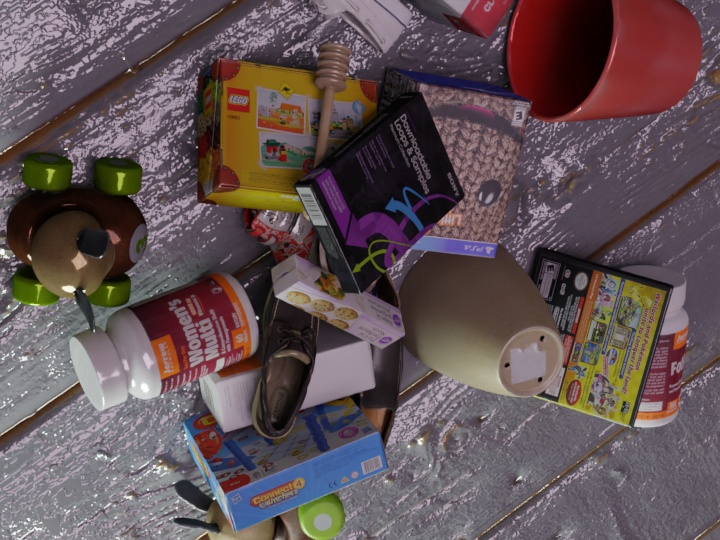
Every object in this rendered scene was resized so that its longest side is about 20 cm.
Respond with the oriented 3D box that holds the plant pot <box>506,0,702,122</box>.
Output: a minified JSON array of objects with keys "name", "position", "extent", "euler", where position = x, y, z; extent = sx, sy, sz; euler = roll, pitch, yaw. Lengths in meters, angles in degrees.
[{"name":"plant pot","position":[0.305,-0.272,1.600],"extent":[0.176,0.200,0.202],"euler":[3,109,-34]}]

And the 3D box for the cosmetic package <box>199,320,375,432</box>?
[{"name":"cosmetic package","position":[-0.093,0.122,1.616],"extent":[0.198,0.101,0.072],"euler":[-15,114,-18]}]

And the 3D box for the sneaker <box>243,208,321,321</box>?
[{"name":"sneaker","position":[-0.091,-0.026,1.582],"extent":[0.107,0.067,0.203],"euler":[3,104,-23]}]

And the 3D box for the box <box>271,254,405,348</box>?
[{"name":"box","position":[-0.024,0.038,1.535],"extent":[0.041,0.039,0.199],"euler":[-30,143,27]}]

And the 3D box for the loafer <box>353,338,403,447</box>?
[{"name":"loafer","position":[0.025,0.163,1.698],"extent":[0.072,0.072,0.202],"euler":[1,108,-22]}]

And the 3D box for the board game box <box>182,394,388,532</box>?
[{"name":"board game box","position":[-0.095,0.211,1.594],"extent":[0.199,0.196,0.056],"euler":[-20,116,-15]}]

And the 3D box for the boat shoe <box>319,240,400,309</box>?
[{"name":"boat shoe","position":[0.000,0.000,1.582],"extent":[0.200,0.059,0.072],"euler":[65,39,-57]}]

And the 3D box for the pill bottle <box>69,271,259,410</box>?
[{"name":"pill bottle","position":[-0.227,0.083,1.521],"extent":[0.199,0.109,0.110],"euler":[-22,117,-26]}]

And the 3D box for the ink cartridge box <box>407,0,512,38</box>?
[{"name":"ink cartridge box","position":[0.065,-0.359,1.476],"extent":[0.199,0.146,0.083],"euler":[33,93,-30]}]

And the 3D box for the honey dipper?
[{"name":"honey dipper","position":[-0.042,-0.153,1.455],"extent":[0.038,0.038,0.202],"euler":[16,75,-27]}]

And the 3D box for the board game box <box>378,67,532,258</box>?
[{"name":"board game box","position":[0.099,-0.131,1.605],"extent":[0.158,0.097,0.202],"euler":[5,107,-24]}]

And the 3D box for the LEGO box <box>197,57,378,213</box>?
[{"name":"LEGO box","position":[-0.081,-0.148,1.498],"extent":[0.198,0.077,0.150],"euler":[5,76,-24]}]

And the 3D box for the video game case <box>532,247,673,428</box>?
[{"name":"video game case","position":[0.304,0.090,1.755],"extent":[0.179,0.025,0.202],"euler":[17,106,15]}]

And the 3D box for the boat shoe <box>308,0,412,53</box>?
[{"name":"boat shoe","position":[-0.027,-0.317,1.495],"extent":[0.199,0.074,0.066],"euler":[31,91,-28]}]

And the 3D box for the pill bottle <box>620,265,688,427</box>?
[{"name":"pill bottle","position":[0.391,0.102,1.807],"extent":[0.113,0.114,0.202],"euler":[-7,112,-21]}]

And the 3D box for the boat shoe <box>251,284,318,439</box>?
[{"name":"boat shoe","position":[-0.080,0.097,1.527],"extent":[0.073,0.065,0.202],"euler":[8,84,-17]}]

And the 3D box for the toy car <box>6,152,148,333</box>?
[{"name":"toy car","position":[-0.294,-0.020,1.419],"extent":[0.156,0.200,0.166],"euler":[2,109,-23]}]

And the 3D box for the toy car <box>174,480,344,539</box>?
[{"name":"toy car","position":[-0.133,0.299,1.639],"extent":[0.198,0.164,0.159],"euler":[11,105,-10]}]

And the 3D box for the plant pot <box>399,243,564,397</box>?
[{"name":"plant pot","position":[0.168,0.078,1.654],"extent":[0.186,0.200,0.189],"euler":[-8,113,-20]}]

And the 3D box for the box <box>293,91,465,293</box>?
[{"name":"box","position":[0.026,-0.089,1.469],"extent":[0.200,0.036,0.144],"euler":[-44,120,-33]}]
